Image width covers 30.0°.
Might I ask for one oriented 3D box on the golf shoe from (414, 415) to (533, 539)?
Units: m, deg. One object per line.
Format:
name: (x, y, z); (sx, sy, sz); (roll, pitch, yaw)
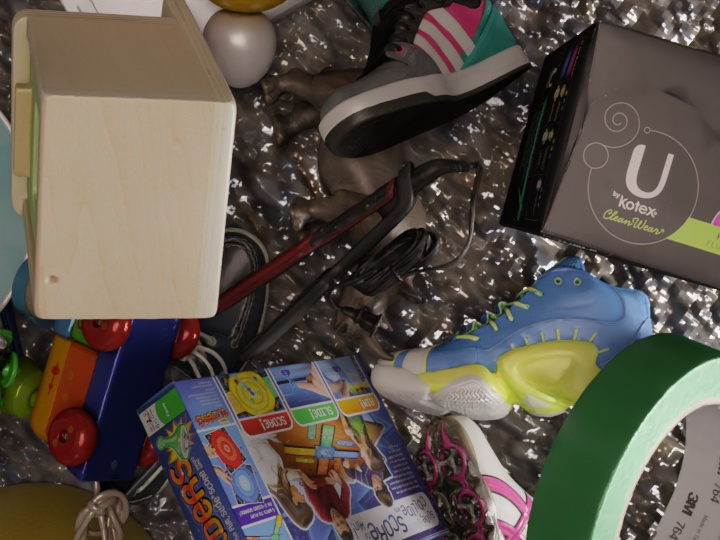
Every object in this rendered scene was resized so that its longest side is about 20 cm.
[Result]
golf shoe: (0.103, 0.185, 0.907); (0.091, 0.072, 0.202); (-26, 94, -37)

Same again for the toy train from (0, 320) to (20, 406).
toy train: (-0.269, 0.103, 0.861); (0.041, 0.057, 0.201); (14, 125, -32)

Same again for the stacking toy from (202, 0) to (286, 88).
stacking toy: (-0.068, -0.213, 0.837); (0.144, 0.146, 0.203); (3, 109, -1)

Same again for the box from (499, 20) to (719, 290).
box: (0.178, -0.064, 0.823); (0.146, 0.200, 0.126); (15, 93, -2)

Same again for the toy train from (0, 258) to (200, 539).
toy train: (-0.187, 0.094, 0.841); (0.115, 0.084, 0.203); (19, 93, 31)

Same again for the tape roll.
tape roll: (0.185, 0.143, 0.848); (0.048, 0.199, 0.203); (21, 93, 42)

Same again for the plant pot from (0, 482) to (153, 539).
plant pot: (-0.221, 0.252, 0.864); (0.197, 0.142, 0.203); (0, 94, 0)

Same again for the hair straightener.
hair straightener: (0.000, 0.000, 0.840); (0.199, 0.041, 0.077); (-35, 94, 13)

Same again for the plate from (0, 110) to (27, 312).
plate: (-0.305, -0.039, 0.863); (0.197, 0.026, 0.204); (0, 93, -2)

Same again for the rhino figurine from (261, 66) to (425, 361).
rhino figurine: (-0.003, -0.040, 0.882); (0.086, 0.060, 0.203); (-13, 83, 0)

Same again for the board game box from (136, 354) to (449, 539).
board game box: (-0.034, 0.125, 0.819); (0.034, 0.199, 0.137); (-36, 73, 27)

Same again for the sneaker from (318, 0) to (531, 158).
sneaker: (0.021, -0.150, 0.838); (0.083, 0.199, 0.122); (-34, 86, 39)

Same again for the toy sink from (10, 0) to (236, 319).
toy sink: (-0.149, -0.076, 0.795); (0.110, 0.201, 0.132); (0, 118, -17)

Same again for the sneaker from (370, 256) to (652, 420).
sneaker: (0.107, 0.045, 0.903); (0.197, 0.076, 0.107); (3, 75, -1)

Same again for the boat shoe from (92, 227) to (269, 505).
boat shoe: (-0.122, 0.064, 0.895); (0.074, 0.062, 0.201); (32, 91, 3)

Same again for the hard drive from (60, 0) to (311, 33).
hard drive: (-0.107, -0.216, 0.898); (0.198, 0.027, 0.133); (-29, 93, 0)

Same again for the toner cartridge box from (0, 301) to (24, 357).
toner cartridge box: (-0.295, -0.017, 0.898); (0.094, 0.043, 0.203); (-14, 93, 1)
